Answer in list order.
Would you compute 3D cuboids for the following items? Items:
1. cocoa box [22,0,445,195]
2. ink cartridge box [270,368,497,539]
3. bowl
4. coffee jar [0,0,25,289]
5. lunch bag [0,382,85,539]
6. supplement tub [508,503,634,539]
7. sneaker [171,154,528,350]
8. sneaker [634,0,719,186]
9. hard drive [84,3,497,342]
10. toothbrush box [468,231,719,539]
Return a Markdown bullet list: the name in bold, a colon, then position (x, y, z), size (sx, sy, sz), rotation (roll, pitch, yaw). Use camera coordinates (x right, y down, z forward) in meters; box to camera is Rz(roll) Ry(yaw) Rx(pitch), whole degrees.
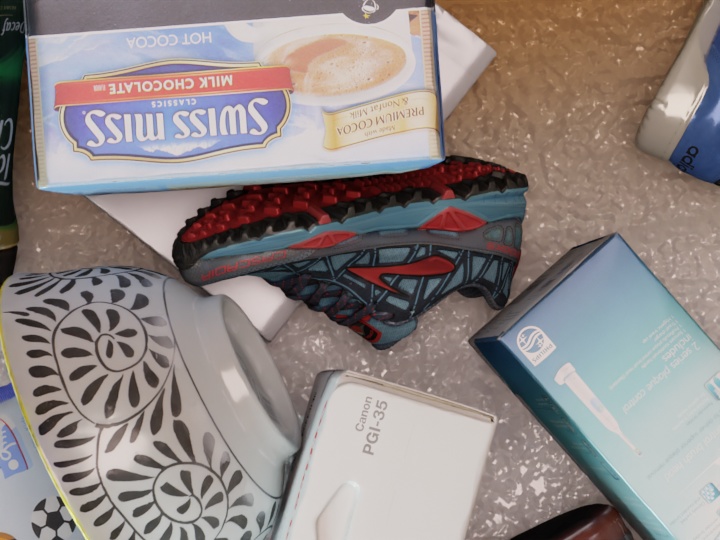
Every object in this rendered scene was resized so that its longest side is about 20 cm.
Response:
- **cocoa box**: position (-0.062, -0.108, 1.226), size (0.200, 0.133, 0.131), rotation (-4, 91, -1)
- **ink cartridge box**: position (0.002, 0.130, 1.246), size (0.083, 0.200, 0.147), rotation (16, 87, -3)
- **bowl**: position (-0.090, 0.071, 1.235), size (0.094, 0.201, 0.201), rotation (-27, 89, 9)
- **coffee jar**: position (-0.225, -0.076, 1.274), size (0.085, 0.104, 0.200), rotation (12, 103, 34)
- **lunch bag**: position (-0.206, 0.164, 1.272), size (0.200, 0.124, 0.170), rotation (-30, 89, 3)
- **supplement tub**: position (0.131, 0.231, 1.298), size (0.107, 0.107, 0.200), rotation (-27, 90, -4)
- **sneaker**: position (0.000, 0.000, 1.293), size (0.200, 0.079, 0.096), rotation (-8, 107, -21)
- **sneaker**: position (0.241, -0.132, 1.333), size (0.111, 0.077, 0.200), rotation (27, 90, 4)
- **hard drive**: position (-0.039, -0.080, 1.341), size (0.132, 0.025, 0.200), rotation (38, 85, -2)
- **toothbrush box**: position (0.157, 0.083, 1.286), size (0.085, 0.146, 0.200), rotation (-41, 90, -4)
